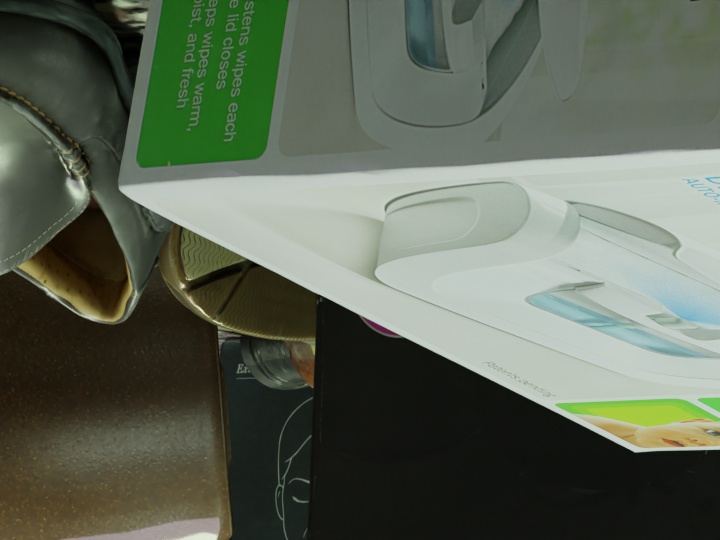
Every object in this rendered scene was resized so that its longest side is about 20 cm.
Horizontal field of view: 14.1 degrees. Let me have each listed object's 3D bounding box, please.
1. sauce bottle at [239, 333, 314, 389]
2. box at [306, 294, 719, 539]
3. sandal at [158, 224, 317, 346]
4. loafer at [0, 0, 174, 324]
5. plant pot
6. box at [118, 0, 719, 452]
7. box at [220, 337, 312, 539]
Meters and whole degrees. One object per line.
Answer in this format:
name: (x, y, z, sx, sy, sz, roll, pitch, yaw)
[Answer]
sauce bottle: (0.008, 0.020, 1.154, 0.066, 0.066, 0.200, 7, 171, -27)
box: (0.097, 0.040, 0.863, 0.148, 0.125, 0.200, -3, 172, 34)
sandal: (0.000, 0.000, 1.001, 0.199, 0.081, 0.054, 19, -178, -43)
loafer: (-0.096, -0.033, 0.781, 0.072, 0.073, 0.200, 0, 171, 24)
plant pot: (-0.148, 0.058, 1.066, 0.197, 0.202, 0.200, -4, 172, -4)
box: (0.086, -0.034, 0.571, 0.176, 0.097, 0.200, -2, 162, 35)
box: (0.011, 0.137, 1.480, 0.148, 0.201, 0.107, -2, 172, 35)
